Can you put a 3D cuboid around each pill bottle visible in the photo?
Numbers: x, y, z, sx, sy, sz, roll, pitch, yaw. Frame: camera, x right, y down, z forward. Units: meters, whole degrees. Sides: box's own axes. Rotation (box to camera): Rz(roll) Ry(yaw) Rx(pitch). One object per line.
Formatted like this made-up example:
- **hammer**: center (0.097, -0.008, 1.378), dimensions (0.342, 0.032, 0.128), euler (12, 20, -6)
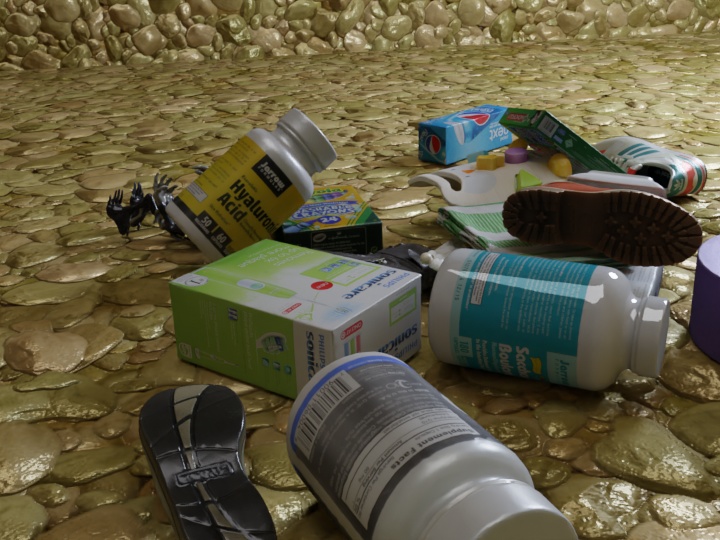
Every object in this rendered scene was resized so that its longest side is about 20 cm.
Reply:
- **pill bottle**: center (-0.128, -0.101, 1.071), dimensions (0.200, 0.111, 0.111), euler (-44, 32, -6)
- **pill bottle**: center (0.039, 0.140, 0.564), dimensions (0.114, 0.114, 0.200), euler (-12, 24, -24)
- **pill bottle**: center (0.169, 0.045, 0.795), dimensions (0.200, 0.111, 0.111), euler (8, 24, 25)

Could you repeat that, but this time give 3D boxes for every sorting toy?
- **sorting toy**: center (0.165, -0.109, 1.168), dimensions (0.180, 0.107, 0.200), euler (-6, 21, -24)

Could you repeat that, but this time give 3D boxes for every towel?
- **towel**: center (0.189, -0.040, 0.987), dimensions (0.152, 0.023, 0.200), euler (-6, 23, -18)

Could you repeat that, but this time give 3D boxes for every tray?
- **tray**: center (0.314, -0.074, 1.042), dimensions (0.107, 0.022, 0.200), euler (10, -13, 26)

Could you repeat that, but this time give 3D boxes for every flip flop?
- **flip flop**: center (-0.110, 0.153, 0.635), dimensions (0.081, 0.058, 0.200), euler (-6, 37, -23)

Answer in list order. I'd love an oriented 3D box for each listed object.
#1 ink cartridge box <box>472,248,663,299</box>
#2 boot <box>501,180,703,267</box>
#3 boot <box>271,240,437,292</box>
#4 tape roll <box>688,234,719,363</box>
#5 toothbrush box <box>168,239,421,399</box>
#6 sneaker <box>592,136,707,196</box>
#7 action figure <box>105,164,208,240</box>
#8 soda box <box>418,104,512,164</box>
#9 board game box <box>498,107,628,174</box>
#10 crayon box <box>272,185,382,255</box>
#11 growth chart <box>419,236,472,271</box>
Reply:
- **ink cartridge box**: center (0.217, 0.010, 0.956), dimensions (0.200, 0.057, 0.163), euler (5, 22, 23)
- **boot**: center (0.262, -0.059, 0.929), dimensions (0.200, 0.075, 0.107), euler (14, 20, 27)
- **boot**: center (0.000, 0.000, 1.005), dimensions (0.200, 0.069, 0.174), euler (20, 25, 35)
- **tape roll**: center (0.424, 0.030, 0.844), dimensions (0.200, 0.085, 0.200), euler (-3, 22, 1)
- **toothbrush box**: center (-0.062, 0.045, 0.852), dimensions (0.200, 0.086, 0.146), euler (15, 28, 33)
- **sneaker**: center (0.410, -0.155, 1.326), dimensions (0.093, 0.070, 0.200), euler (-13, 26, -39)
- **action figure**: center (-0.239, -0.088, 1.182), dimensions (0.200, 0.102, 0.119), euler (6, 11, 22)
- **soda box**: center (0.190, -0.245, 1.576), dimensions (0.064, 0.068, 0.200), euler (17, 28, 40)
- **board game box**: center (0.293, -0.153, 1.205), dimensions (0.200, 0.029, 0.135), euler (33, 3, -16)
- **crayon box**: center (-0.056, -0.067, 1.176), dimensions (0.125, 0.052, 0.200), euler (-7, 22, -12)
- **growth chart**: center (0.152, -0.009, 1.008), dimensions (0.145, 0.018, 0.200), euler (25, 25, 15)
